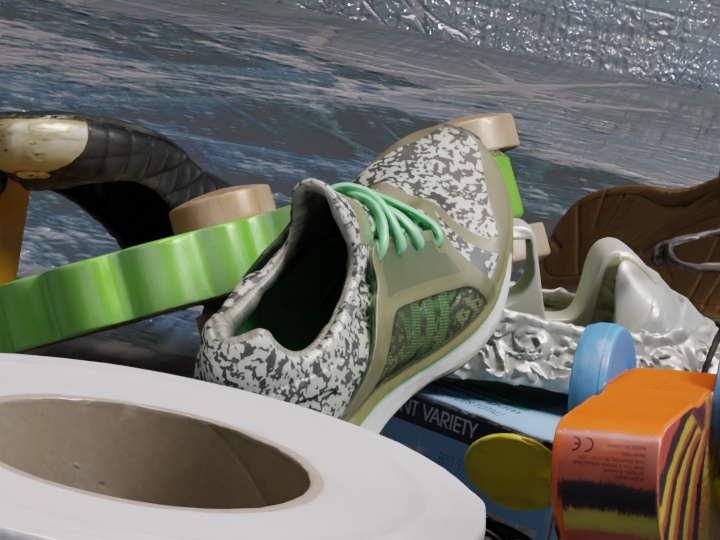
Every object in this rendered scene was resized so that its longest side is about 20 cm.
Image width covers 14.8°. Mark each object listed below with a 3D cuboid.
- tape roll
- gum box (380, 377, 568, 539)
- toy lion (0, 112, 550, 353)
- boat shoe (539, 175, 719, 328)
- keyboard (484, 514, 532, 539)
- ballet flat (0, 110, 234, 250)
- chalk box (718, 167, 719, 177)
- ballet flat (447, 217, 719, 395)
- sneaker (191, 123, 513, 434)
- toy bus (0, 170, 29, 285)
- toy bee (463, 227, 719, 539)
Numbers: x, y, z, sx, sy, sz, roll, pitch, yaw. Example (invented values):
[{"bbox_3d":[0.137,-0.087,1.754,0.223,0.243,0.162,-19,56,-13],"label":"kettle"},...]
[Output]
[{"bbox_3d":[-0.068,0.082,0.768,0.201,0.071,0.202,10,11,-2],"label":"tape roll"},{"bbox_3d":[0.068,0.058,1.112,0.169,0.045,0.199,19,14,36],"label":"gum box"},{"bbox_3d":[-0.049,-0.004,1.116,0.199,0.069,0.191,-16,-1,29],"label":"toy lion"},{"bbox_3d":[0.152,0.008,1.132,0.072,0.072,0.200,41,-20,-25],"label":"boat shoe"},{"bbox_3d":[-0.011,0.082,0.913,0.199,0.040,0.104,14,11,13],"label":"keyboard"},{"bbox_3d":[-0.105,-0.031,1.220,0.066,0.057,0.200,6,-11,26],"label":"ballet flat"},{"bbox_3d":[0.232,-0.010,1.211,0.124,0.201,0.124,7,11,-23],"label":"chalk box"},{"bbox_3d":[0.069,0.016,1.037,0.199,0.072,0.072,9,10,-14],"label":"ballet flat"},{"bbox_3d":[0.000,0.000,0.927,0.076,0.089,0.200,19,43,16],"label":"sneaker"},{"bbox_3d":[-0.207,-0.016,1.163,0.078,0.066,0.200,15,11,20],"label":"toy bus"},{"bbox_3d":[0.116,0.069,0.939,0.130,0.109,0.199,12,24,39],"label":"toy bee"}]
